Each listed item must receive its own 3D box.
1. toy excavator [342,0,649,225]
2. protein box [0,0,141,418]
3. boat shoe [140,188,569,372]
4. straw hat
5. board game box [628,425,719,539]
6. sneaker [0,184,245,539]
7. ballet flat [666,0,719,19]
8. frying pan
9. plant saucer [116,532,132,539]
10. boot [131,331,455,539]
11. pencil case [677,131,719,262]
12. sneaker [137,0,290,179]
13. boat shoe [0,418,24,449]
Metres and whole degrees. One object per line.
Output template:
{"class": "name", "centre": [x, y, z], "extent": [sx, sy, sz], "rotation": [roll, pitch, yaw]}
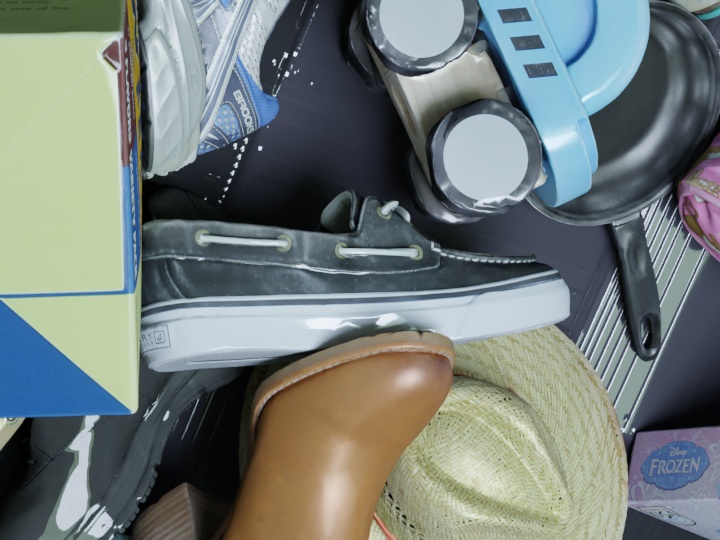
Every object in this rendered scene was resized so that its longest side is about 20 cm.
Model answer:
{"class": "toy excavator", "centre": [0.087, -0.136, 0.975], "extent": [0.199, 0.100, 0.196], "rotation": [-24, 90, -7]}
{"class": "protein box", "centre": [-0.178, -0.046, 0.820], "extent": [0.197, 0.200, 0.136], "rotation": [-1, 111, -5]}
{"class": "boat shoe", "centre": [0.000, 0.000, 0.959], "extent": [0.199, 0.072, 0.072], "rotation": [-3, 83, -27]}
{"class": "straw hat", "centre": [0.047, 0.090, 1.017], "extent": [0.200, 0.085, 0.203], "rotation": [3, 82, -18]}
{"class": "board game box", "centre": [0.266, 0.123, 1.106], "extent": [0.198, 0.200, 0.044], "rotation": [24, 72, -28]}
{"class": "sneaker", "centre": [-0.117, 0.050, 0.989], "extent": [0.091, 0.076, 0.201], "rotation": [39, 81, -23]}
{"class": "ballet flat", "centre": [0.217, -0.192, 1.048], "extent": [0.199, 0.067, 0.063], "rotation": [-35, 109, -9]}
{"class": "frying pan", "centre": [0.135, -0.052, 1.078], "extent": [0.115, 0.031, 0.190], "rotation": [-40, 130, -1]}
{"class": "plant saucer", "centre": [-0.127, 0.216, 1.001], "extent": [0.199, 0.201, 0.036], "rotation": [-26, 159, -13]}
{"class": "boot", "centre": [-0.018, 0.131, 0.929], "extent": [0.200, 0.156, 0.076], "rotation": [-38, 141, 25]}
{"class": "pencil case", "centre": [0.236, -0.075, 1.076], "extent": [0.200, 0.086, 0.083], "rotation": [-46, 153, -11]}
{"class": "sneaker", "centre": [-0.067, -0.142, 0.943], "extent": [0.085, 0.077, 0.201], "rotation": [-14, 121, -30]}
{"class": "boat shoe", "centre": [-0.200, 0.121, 0.961], "extent": [0.063, 0.073, 0.202], "rotation": [22, 101, -13]}
